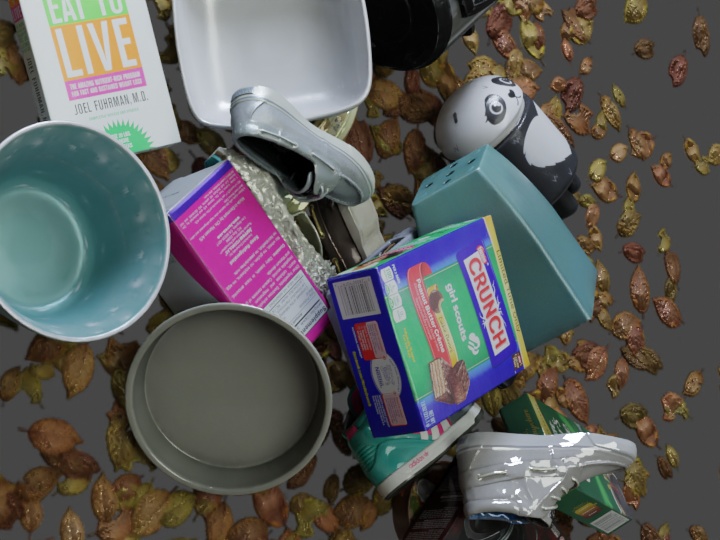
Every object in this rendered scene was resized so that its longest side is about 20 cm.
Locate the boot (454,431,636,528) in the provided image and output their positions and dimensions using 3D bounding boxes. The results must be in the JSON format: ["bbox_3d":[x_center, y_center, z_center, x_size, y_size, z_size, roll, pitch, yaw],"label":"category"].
[{"bbox_3d":[0.198,0.226,1.554,0.198,0.074,0.096,1,65,-8],"label":"boot"}]

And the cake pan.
[{"bbox_3d":[-0.126,0.120,1.421,0.201,0.199,0.037,55,11,-17],"label":"cake pan"}]

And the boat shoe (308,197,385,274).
[{"bbox_3d":[0.000,0.000,1.610,0.072,0.059,0.201,-35,107,-59],"label":"boat shoe"}]

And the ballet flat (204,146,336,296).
[{"bbox_3d":[-0.089,-0.053,1.515,0.072,0.071,0.201,-47,117,-35],"label":"ballet flat"}]

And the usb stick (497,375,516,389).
[{"bbox_3d":[0.112,0.071,1.706,0.200,0.033,0.056,36,67,-29],"label":"usb stick"}]

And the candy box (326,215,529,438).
[{"bbox_3d":[0.074,0.054,1.490,0.199,0.077,0.170,-25,101,-49],"label":"candy box"}]

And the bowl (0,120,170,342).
[{"bbox_3d":[-0.286,-0.028,1.350,0.200,0.105,0.203,9,75,-38],"label":"bowl"}]

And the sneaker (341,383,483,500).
[{"bbox_3d":[0.046,0.158,1.597,0.121,0.084,0.200,50,34,8],"label":"sneaker"}]

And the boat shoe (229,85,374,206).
[{"bbox_3d":[-0.061,-0.106,1.482,0.200,0.070,0.072,36,50,-40],"label":"boat shoe"}]

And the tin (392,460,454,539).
[{"bbox_3d":[0.112,0.301,1.656,0.200,0.042,0.112,49,51,-21],"label":"tin"}]

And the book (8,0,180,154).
[{"bbox_3d":[-0.266,-0.208,1.448,0.133,0.048,0.202,-18,94,-36],"label":"book"}]

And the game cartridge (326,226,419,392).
[{"bbox_3d":[0.037,0.047,1.558,0.134,0.041,0.200,64,32,-9],"label":"game cartridge"}]

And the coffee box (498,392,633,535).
[{"bbox_3d":[0.241,0.226,1.703,0.200,0.044,0.124,33,30,-50],"label":"coffee box"}]

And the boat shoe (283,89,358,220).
[{"bbox_3d":[-0.060,-0.147,1.581,0.063,0.073,0.201,38,60,-30],"label":"boat shoe"}]

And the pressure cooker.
[{"bbox_3d":[0.072,-0.346,1.667,0.178,0.176,0.200,42,53,4],"label":"pressure cooker"}]

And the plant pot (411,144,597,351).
[{"bbox_3d":[0.149,-0.024,1.628,0.201,0.141,0.142,56,22,-14],"label":"plant pot"}]

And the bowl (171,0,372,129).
[{"bbox_3d":[-0.092,-0.244,1.535,0.198,0.075,0.202,-8,84,-4],"label":"bowl"}]

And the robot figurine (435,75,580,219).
[{"bbox_3d":[0.178,-0.139,1.741,0.125,0.150,0.200,-46,114,-2],"label":"robot figurine"}]

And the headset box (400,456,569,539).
[{"bbox_3d":[0.120,0.318,1.587,0.149,0.077,0.200,52,52,-18],"label":"headset box"}]

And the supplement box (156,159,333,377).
[{"bbox_3d":[-0.133,0.006,1.472,0.103,0.101,0.201,-46,111,-37],"label":"supplement box"}]
